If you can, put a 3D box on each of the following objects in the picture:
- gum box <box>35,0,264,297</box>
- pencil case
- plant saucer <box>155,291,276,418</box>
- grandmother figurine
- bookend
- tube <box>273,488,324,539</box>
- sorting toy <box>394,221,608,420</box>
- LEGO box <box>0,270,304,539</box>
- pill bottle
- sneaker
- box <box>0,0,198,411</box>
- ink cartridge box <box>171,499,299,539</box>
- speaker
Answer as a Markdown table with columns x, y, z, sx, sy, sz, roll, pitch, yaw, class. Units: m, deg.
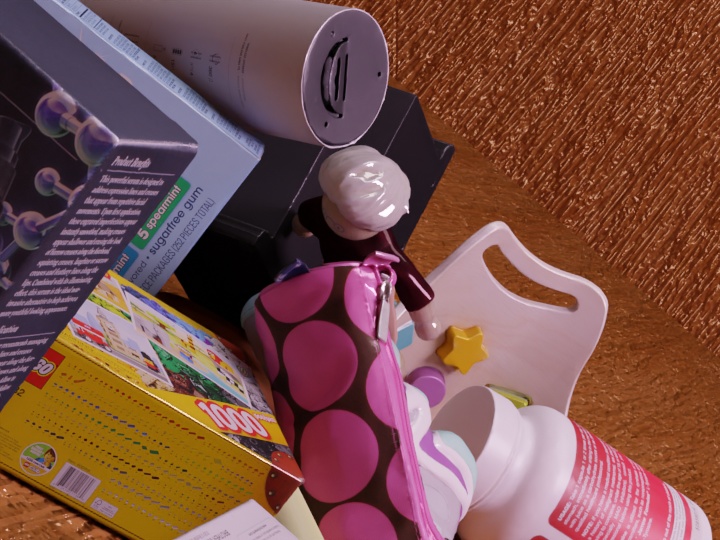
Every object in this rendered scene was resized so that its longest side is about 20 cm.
| x | y | z | sx | sy | sz | roll | pitch | yaw | class |
| --- | --- | --- | --- | --- | --- | --- | --- | --- | --- |
| -0.183 | -0.062 | 1.342 | 0.200 | 0.170 | 0.045 | 38 | 11 | -7 | gum box |
| 0.001 | 0.094 | 1.296 | 0.091 | 0.093 | 0.202 | 4 | 69 | -57 | pencil case |
| -0.080 | 0.077 | 1.474 | 0.200 | 0.038 | 0.200 | 38 | 11 | -9 | plant saucer |
| 0.000 | 0.000 | 1.406 | 0.121 | 0.061 | 0.201 | 29 | -31 | 20 | grandmother figurine |
| -0.037 | -0.061 | 1.544 | 0.092 | 0.200 | 0.200 | 19 | -22 | 23 | bookend |
| -0.039 | 0.151 | 1.246 | 0.052 | 0.058 | 0.200 | 42 | 9 | -31 | tube |
| 0.082 | 0.060 | 1.689 | 0.199 | 0.180 | 0.107 | 33 | 12 | -28 | sorting toy |
| -0.142 | 0.058 | 1.238 | 0.199 | 0.077 | 0.149 | 33 | 13 | -29 | LEGO box |
| 0.137 | 0.164 | 1.629 | 0.199 | 0.112 | 0.112 | 34 | 12 | -25 | pill bottle |
| -0.008 | 0.113 | 1.377 | 0.200 | 0.077 | 0.140 | 46 | 38 | -24 | sneaker |
| -0.199 | -0.027 | 1.073 | 0.148 | 0.200 | 0.107 | 40 | 11 | 11 | box |
| -0.016 | 0.203 | 1.070 | 0.200 | 0.077 | 0.136 | 39 | 11 | 9 | ink cartridge box |
| -0.082 | -0.126 | 1.390 | 0.199 | 0.082 | 0.081 | 13 | -7 | 38 | speaker |
